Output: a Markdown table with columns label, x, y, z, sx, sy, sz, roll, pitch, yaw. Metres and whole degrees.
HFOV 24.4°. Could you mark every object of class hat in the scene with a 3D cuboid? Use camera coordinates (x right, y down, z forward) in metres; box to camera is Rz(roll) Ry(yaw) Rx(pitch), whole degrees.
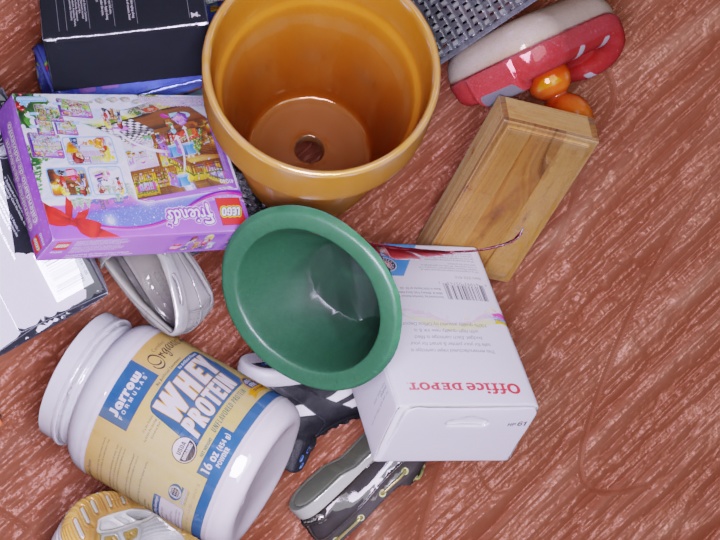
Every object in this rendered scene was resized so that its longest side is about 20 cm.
| label | x | y | z | sx | sy | sz | roll | pitch | yaw |
| --- | --- | --- | --- | --- | --- | --- | --- | --- | --- |
| hat | 0.000 | 0.000 | 1.489 | 0.199 | 0.176 | 0.166 | 35 | 124 | 8 |

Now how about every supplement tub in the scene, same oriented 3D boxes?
| label | x | y | z | sx | sy | sz | roll | pitch | yaw |
| --- | --- | --- | --- | --- | --- | --- | --- | --- | --- |
| supplement tub | -0.168 | 0.138 | 1.470 | 0.199 | 0.145 | 0.146 | 28 | 83 | 10 |

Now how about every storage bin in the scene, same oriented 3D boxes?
| label | x | y | z | sx | sy | sz | roll | pitch | yaw |
| --- | --- | --- | --- | --- | --- | --- | --- | --- | --- |
| storage bin | 0.065 | -0.252 | 1.565 | 0.199 | 0.135 | 0.094 | -34 | 103 | -14 |

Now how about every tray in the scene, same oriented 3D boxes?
| label | x | y | z | sx | sy | sz | roll | pitch | yaw |
| --- | --- | --- | --- | --- | --- | --- | --- | --- | --- |
| tray | 0.137 | -0.073 | 1.580 | 0.098 | 0.201 | 0.037 | 11 | 45 | -19 |

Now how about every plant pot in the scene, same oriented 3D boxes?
| label | x | y | z | sx | sy | sz | roll | pitch | yaw |
| --- | --- | --- | --- | --- | --- | --- | --- | --- | --- |
| plant pot | -0.041 | -0.135 | 1.446 | 0.198 | 0.184 | 0.202 | 2 | 68 | -6 |

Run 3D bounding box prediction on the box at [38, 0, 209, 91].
| label | x | y | z | sx | sy | sz | roll | pitch | yaw |
| --- | --- | --- | --- | --- | --- | --- | --- | --- | --- |
| box | -0.211 | -0.264 | 1.444 | 0.139 | 0.079 | 0.202 | -8 | 61 | -6 |

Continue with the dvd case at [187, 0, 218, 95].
| label | x | y | z | sx | sy | sz | roll | pitch | yaw |
| --- | --- | --- | --- | --- | --- | --- | --- | --- | --- |
| dvd case | -0.127 | -0.231 | 1.562 | 0.144 | 0.022 | 0.202 | 9 | 91 | -19 |

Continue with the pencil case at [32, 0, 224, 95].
| label | x | y | z | sx | sy | sz | roll | pitch | yaw |
| --- | --- | --- | --- | --- | --- | --- | --- | --- | --- |
| pencil case | -0.194 | -0.183 | 1.490 | 0.198 | 0.078 | 0.088 | -16 | 65 | -9 |

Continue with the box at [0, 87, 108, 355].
| label | x | y | z | sx | sy | sz | roll | pitch | yaw |
| --- | --- | --- | --- | --- | --- | --- | --- | --- | --- |
| box | -0.327 | -0.041 | 1.455 | 0.131 | 0.115 | 0.202 | -30 | 102 | -16 |

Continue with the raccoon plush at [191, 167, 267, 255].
| label | x | y | z | sx | sy | sz | roll | pitch | yaw |
| --- | --- | --- | --- | --- | --- | --- | --- | --- | --- |
| raccoon plush | -0.152 | -0.094 | 1.546 | 0.199 | 0.097 | 0.135 | -29 | 89 | -43 |

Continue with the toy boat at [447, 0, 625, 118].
| label | x | y | z | sx | sy | sz | roll | pitch | yaw |
| --- | --- | --- | --- | --- | --- | --- | --- | --- | --- |
| toy boat | 0.182 | -0.180 | 1.585 | 0.199 | 0.130 | 0.132 | -29 | 96 | -50 |

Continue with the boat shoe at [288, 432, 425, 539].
| label | x | y | z | sx | sy | sz | roll | pitch | yaw |
| --- | --- | --- | --- | --- | --- | --- | --- | --- | --- |
| boat shoe | 0.025 | 0.186 | 1.608 | 0.201 | 0.072 | 0.061 | -38 | 107 | -6 |

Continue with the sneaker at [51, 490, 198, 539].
| label | x | y | z | sx | sy | sz | roll | pitch | yaw |
| --- | --- | --- | --- | --- | --- | --- | --- | --- | --- |
| sneaker | -0.200 | 0.237 | 1.539 | 0.198 | 0.088 | 0.076 | -1 | 58 | -38 |

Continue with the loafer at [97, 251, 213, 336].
| label | x | y | z | sx | sy | sz | roll | pitch | yaw |
| --- | --- | --- | --- | --- | --- | --- | --- | --- | --- |
| loafer | -0.203 | -0.031 | 1.450 | 0.070 | 0.070 | 0.201 | -38 | 93 | 26 |

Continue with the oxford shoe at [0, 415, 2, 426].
| label | x | y | z | sx | sy | sz | roll | pitch | yaw |
| --- | --- | --- | --- | --- | --- | --- | --- | --- | --- |
| oxford shoe | -0.392 | 0.067 | 1.462 | 0.072 | 0.071 | 0.201 | -29 | 101 | -10 |

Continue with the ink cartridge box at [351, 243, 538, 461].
| label | x | y | z | sx | sy | sz | roll | pitch | yaw |
| --- | --- | --- | --- | --- | --- | --- | --- | --- | --- |
| ink cartridge box | 0.062 | 0.076 | 1.541 | 0.143 | 0.201 | 0.085 | 2 | 135 | -23 |

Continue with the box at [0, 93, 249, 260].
| label | x | y | z | sx | sy | sz | roll | pitch | yaw |
| --- | --- | --- | --- | --- | --- | --- | --- | --- | --- |
| box | -0.199 | -0.082 | 1.418 | 0.198 | 0.039 | 0.138 | -4 | 66 | -38 |

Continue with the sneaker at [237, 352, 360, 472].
| label | x | y | z | sx | sy | sz | roll | pitch | yaw |
| --- | --- | --- | --- | --- | --- | --- | --- | --- | --- |
| sneaker | -0.033 | 0.136 | 1.592 | 0.198 | 0.073 | 0.113 | 2 | 109 | -26 |
